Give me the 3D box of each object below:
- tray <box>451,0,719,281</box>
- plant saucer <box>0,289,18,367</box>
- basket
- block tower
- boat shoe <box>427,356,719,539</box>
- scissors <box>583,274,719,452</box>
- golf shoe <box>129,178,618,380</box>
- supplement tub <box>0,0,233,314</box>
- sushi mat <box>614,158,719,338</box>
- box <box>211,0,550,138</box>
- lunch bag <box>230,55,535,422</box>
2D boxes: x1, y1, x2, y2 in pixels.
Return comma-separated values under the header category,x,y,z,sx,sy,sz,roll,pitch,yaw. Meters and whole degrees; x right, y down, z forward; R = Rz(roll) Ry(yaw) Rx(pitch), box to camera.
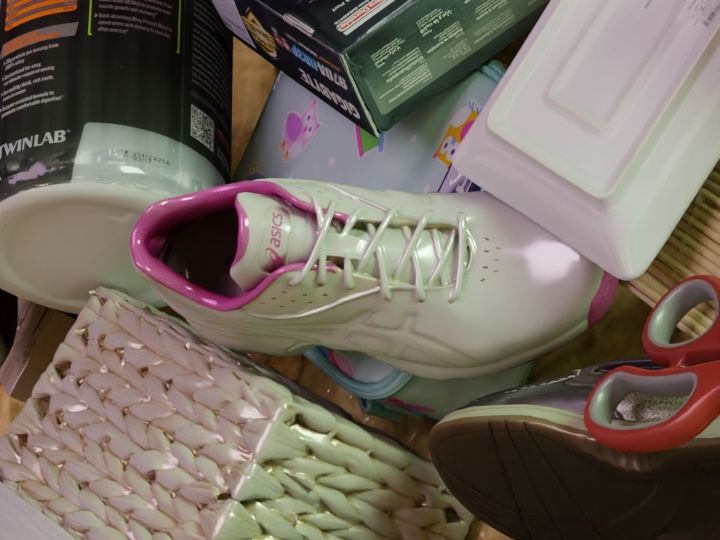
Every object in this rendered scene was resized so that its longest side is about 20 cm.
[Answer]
category,x,y,z,sx,sy,sz,roll,pitch,yaw
tray,0.116,-0.104,0.887,0.107,0.022,0.201,36,95,39
plant saucer,-0.198,-0.030,1.143,0.036,0.201,0.201,-9,53,1
basket,-0.059,0.103,1.036,0.200,0.135,0.124,27,89,54
block tower,-0.197,0.020,1.331,0.054,0.058,0.200,-62,33,6
boat shoe,0.114,0.064,0.889,0.200,0.072,0.066,-4,34,46
scissors,0.142,0.032,0.776,0.073,0.014,0.200,-55,23,-18
golf shoe,0.000,0.000,0.932,0.199,0.091,0.076,-2,76,25
supplement tub,-0.120,-0.091,1.112,0.122,0.122,0.201,-31,47,39
sushi mat,0.145,-0.014,0.848,0.096,0.012,0.200,-69,26,12
box,0.042,-0.155,1.045,0.200,0.046,0.159,-36,34,-11
lunch bag,0.016,-0.024,1.055,0.200,0.077,0.161,34,98,55
